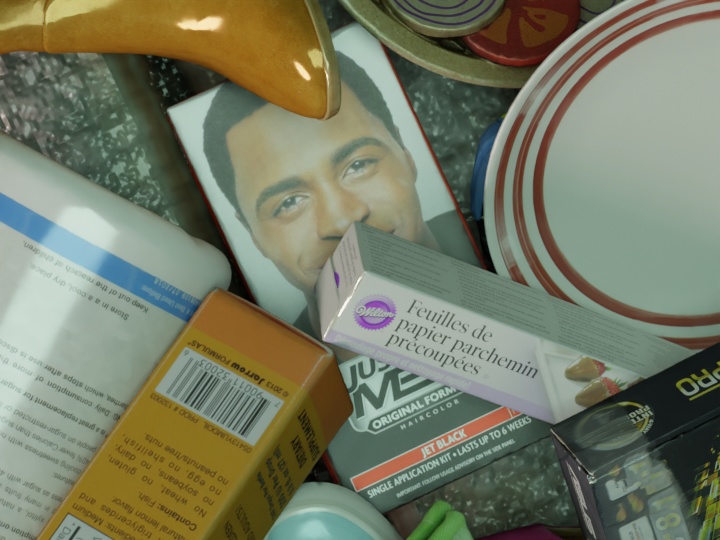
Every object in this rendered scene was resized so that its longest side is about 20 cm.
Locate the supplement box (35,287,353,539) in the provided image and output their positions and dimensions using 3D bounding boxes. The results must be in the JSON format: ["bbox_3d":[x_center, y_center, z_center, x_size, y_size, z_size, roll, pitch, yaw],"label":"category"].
[{"bbox_3d":[-0.085,0.110,1.174,0.069,0.067,0.200,30,72,21],"label":"supplement box"}]

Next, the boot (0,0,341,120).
[{"bbox_3d":[-0.111,-0.105,1.193,0.144,0.201,0.071,-19,132,-25],"label":"boot"}]

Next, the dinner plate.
[{"bbox_3d":[0.148,-0.040,1.211,0.200,0.024,0.201,-5,124,-7],"label":"dinner plate"}]

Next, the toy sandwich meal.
[{"bbox_3d":[0.059,-0.179,1.233,0.205,0.070,0.206,5,73,-18],"label":"toy sandwich meal"}]

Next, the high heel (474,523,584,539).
[{"bbox_3d":[0.129,0.101,1.264,0.199,0.067,0.096,1,101,-8],"label":"high heel"}]

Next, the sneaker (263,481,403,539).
[{"bbox_3d":[0.006,0.188,1.228,0.074,0.082,0.200,-18,111,3],"label":"sneaker"}]

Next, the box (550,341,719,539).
[{"bbox_3d":[0.181,0.118,1.225,0.161,0.049,0.200,-24,121,-8],"label":"box"}]

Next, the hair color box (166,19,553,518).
[{"bbox_3d":[0.000,0.000,1.263,0.101,0.061,0.200,-26,92,-2],"label":"hair color box"}]

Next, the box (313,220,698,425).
[{"bbox_3d":[0.077,0.036,1.211,0.200,0.041,0.039,20,119,-22],"label":"box"}]

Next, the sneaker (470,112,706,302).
[{"bbox_3d":[0.144,-0.028,1.275,0.199,0.071,0.083,2,124,-12],"label":"sneaker"}]

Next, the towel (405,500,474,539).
[{"bbox_3d":[0.040,0.216,1.201,0.149,0.031,0.200,-55,134,-35],"label":"towel"}]

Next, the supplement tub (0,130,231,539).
[{"bbox_3d":[-0.154,0.053,1.220,0.132,0.132,0.200,29,88,-3],"label":"supplement tub"}]
